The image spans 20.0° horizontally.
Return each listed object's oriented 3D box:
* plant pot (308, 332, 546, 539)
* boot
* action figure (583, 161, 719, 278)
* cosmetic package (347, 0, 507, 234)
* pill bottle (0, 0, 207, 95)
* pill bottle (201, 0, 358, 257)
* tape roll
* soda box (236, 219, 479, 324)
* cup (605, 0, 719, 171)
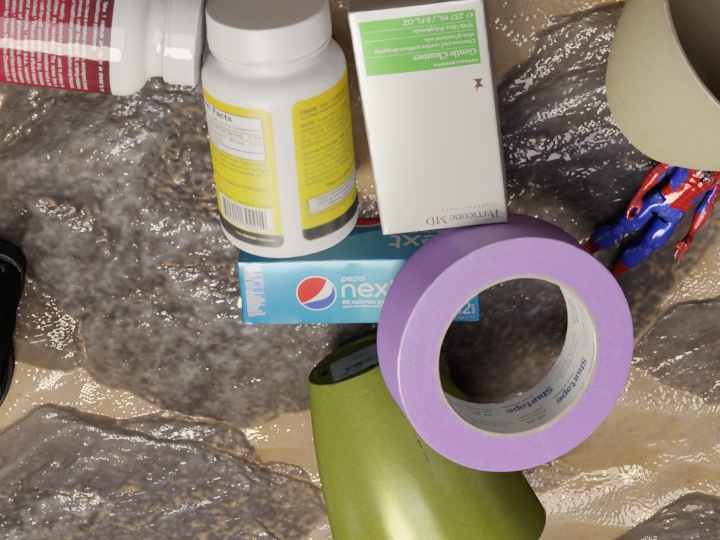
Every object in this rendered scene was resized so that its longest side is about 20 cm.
[{"bbox_3d":[0.038,0.160,1.758,0.186,0.187,0.201,-19,107,16],"label":"plant pot"},{"bbox_3d":[-0.338,0.094,1.728,0.076,0.168,0.201,16,124,-7],"label":"boot"},{"bbox_3d":[0.245,-0.046,1.669,0.065,0.052,0.200,35,118,-13],"label":"action figure"},{"bbox_3d":[0.055,-0.136,1.596,0.107,0.085,0.201,-7,122,6],"label":"cosmetic package"},{"bbox_3d":[-0.220,-0.194,1.558,0.199,0.113,0.113,7,124,0],"label":"pill bottle"},{"bbox_3d":[-0.064,-0.121,1.597,0.114,0.114,0.201,-1,124,5],"label":"pill bottle"},{"bbox_3d":[0.117,0.058,1.646,0.199,0.066,0.201,-5,111,-13],"label":"tape roll"},{"bbox_3d":[0.000,0.000,1.701,0.199,0.068,0.064,0,122,4],"label":"soda box"},{"bbox_3d":[0.265,-0.153,1.525,0.200,0.201,0.143,31,146,-16],"label":"cup"}]
